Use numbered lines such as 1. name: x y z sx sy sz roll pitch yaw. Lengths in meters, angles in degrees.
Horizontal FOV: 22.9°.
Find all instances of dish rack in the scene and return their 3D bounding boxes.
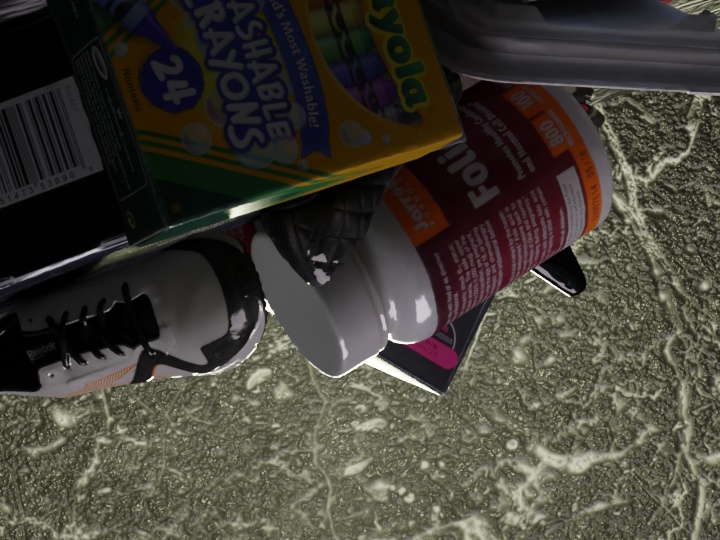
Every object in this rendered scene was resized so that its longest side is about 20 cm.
1. dish rack: 0.124 -0.152 1.083 0.198 0.044 0.172 0 -158 -20

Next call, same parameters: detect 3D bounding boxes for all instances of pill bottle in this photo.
1. pill bottle: 0.041 -0.029 1.051 0.199 0.115 0.114 -32 -176 -20

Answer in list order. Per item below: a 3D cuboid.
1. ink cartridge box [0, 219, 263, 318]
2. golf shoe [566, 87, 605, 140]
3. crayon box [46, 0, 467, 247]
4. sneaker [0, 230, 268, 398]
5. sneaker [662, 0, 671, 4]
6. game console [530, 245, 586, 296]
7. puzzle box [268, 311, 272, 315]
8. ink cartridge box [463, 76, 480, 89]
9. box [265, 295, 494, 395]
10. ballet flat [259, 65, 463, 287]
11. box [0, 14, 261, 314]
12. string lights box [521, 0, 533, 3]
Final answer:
1. ink cartridge box: -0.169 -0.039 1.105 0.198 0.149 0.086 -20 179 1
2. golf shoe: 0.122 -0.123 1.288 0.078 0.087 0.200 -60 -171 17
3. crayon box: -0.035 -0.102 0.853 0.199 0.127 0.051 -19 179 -30
4. sneaker: -0.130 0.034 0.945 0.199 0.074 0.080 -21 177 42
5. sneaker: 0.140 -0.186 1.227 0.097 0.072 0.200 -21 -178 -34
6. game console: 0.067 -0.080 1.229 0.199 0.177 0.031 31 111 -35
7. puzzle box: -0.024 -0.074 1.359 0.025 0.202 0.133 21 -162 25
8. ink cartridge box: 0.058 -0.147 1.466 0.199 0.085 0.144 -20 178 40
9. box: 0.000 0.000 1.208 0.107 0.122 0.200 -61 -163 -5
10. ballet flat: 0.002 -0.062 0.981 0.066 0.057 0.200 0 -149 32
11. box: -0.159 -0.058 0.962 0.198 0.125 0.197 -20 178 4
12. string lights box: 0.181 -0.209 1.046 0.102 0.060 0.199 -16 -179 42
